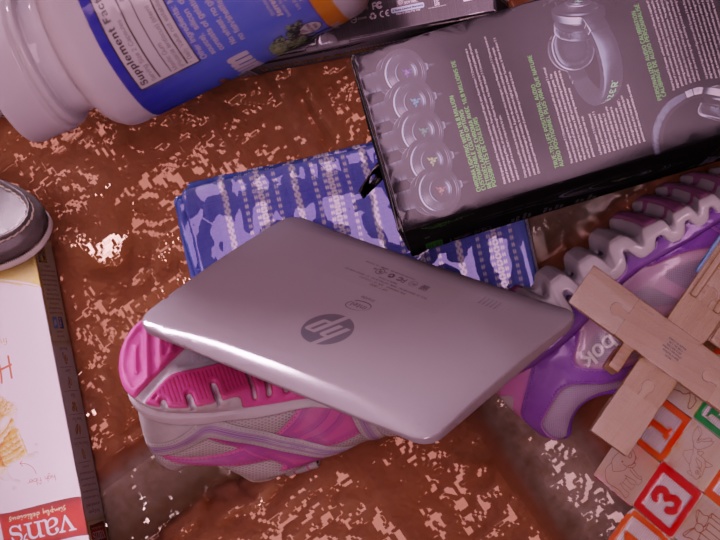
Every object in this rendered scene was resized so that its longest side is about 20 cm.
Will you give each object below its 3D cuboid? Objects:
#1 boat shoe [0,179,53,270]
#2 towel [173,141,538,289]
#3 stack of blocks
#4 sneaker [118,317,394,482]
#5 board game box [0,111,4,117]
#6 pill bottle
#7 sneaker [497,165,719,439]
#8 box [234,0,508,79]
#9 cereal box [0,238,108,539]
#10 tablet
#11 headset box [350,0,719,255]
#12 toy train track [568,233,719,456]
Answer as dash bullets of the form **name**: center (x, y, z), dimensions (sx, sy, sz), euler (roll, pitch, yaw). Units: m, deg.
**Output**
- **boat shoe**: center (-0.273, -0.042, 1.168), dimensions (0.198, 0.057, 0.067), euler (9, 57, 25)
- **towel**: center (0.000, 0.000, 1.152), dimensions (0.198, 0.024, 0.146), euler (-13, 86, 11)
- **stack of blocks**: center (0.183, 0.133, 1.072), dimensions (0.115, 0.058, 0.201), euler (38, 100, 32)
- **sneaker**: center (-0.034, 0.068, 1.117), dimensions (0.198, 0.089, 0.082), euler (1, 51, -6)
- **board game box**: center (-0.225, -0.195, 1.200), dimensions (0.125, 0.035, 0.202), euler (7, 90, 13)
- **pill bottle**: center (-0.105, -0.147, 1.085), dimensions (0.199, 0.112, 0.113), euler (-25, 83, 12)
- **sneaker**: center (0.149, 0.020, 1.096), dimensions (0.199, 0.081, 0.089), euler (-34, 98, 2)
- **box**: center (-0.025, -0.200, 1.150), dimensions (0.198, 0.048, 0.160), euler (-10, 85, 12)
- **cereal box**: center (-0.236, 0.083, 1.190), dimensions (0.143, 0.040, 0.202), euler (-13, 85, 10)
- **tablet**: center (-0.003, 0.025, 1.053), dimensions (0.199, 0.130, 0.014), euler (19, 130, 36)
- **headset box**: center (0.091, -0.080, 1.043), dimensions (0.198, 0.174, 0.094), euler (-16, 86, 1)
- **toy train track**: center (0.183, 0.007, 1.041), dimensions (0.114, 0.033, 0.201), euler (36, 86, 3)
